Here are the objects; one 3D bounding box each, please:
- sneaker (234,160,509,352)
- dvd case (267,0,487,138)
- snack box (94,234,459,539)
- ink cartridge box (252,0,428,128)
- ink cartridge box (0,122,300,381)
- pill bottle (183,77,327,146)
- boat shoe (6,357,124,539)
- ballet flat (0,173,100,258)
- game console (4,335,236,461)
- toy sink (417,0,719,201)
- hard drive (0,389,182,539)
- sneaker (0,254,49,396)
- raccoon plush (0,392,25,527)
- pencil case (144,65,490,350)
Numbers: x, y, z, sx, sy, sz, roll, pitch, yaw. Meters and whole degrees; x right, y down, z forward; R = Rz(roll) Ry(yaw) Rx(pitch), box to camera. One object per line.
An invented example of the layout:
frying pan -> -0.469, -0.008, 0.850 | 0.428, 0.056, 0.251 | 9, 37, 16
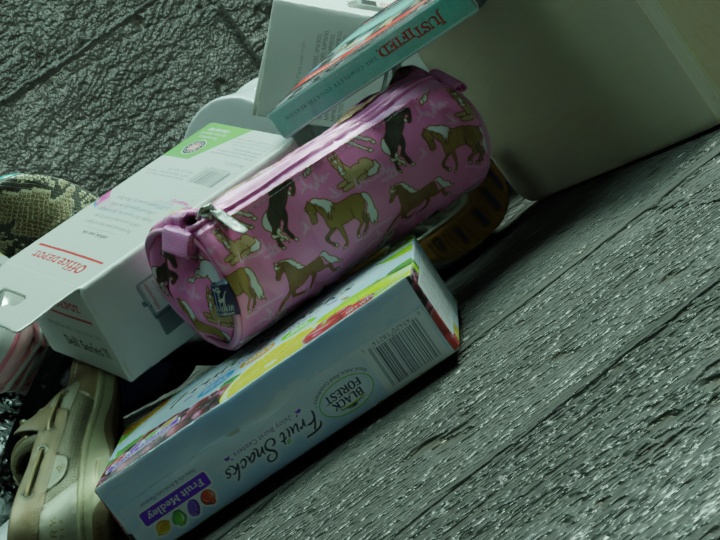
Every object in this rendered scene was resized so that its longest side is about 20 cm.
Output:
sneaker -> 0.000, 0.000, 1.527 | 0.200, 0.075, 0.088 | -28, -2, -15
dvd case -> 0.035, -0.151, 1.470 | 0.146, 0.022, 0.200 | -32, 10, 26
snack box -> -0.041, 0.065, 1.340 | 0.200, 0.053, 0.142 | -34, 6, 6
ink cartridge box -> 0.039, -0.137, 1.671 | 0.200, 0.083, 0.147 | 10, 14, 2
ink cartridge box -> -0.125, -0.002, 1.448 | 0.200, 0.067, 0.117 | -36, 23, -20
pill bottle -> -0.033, -0.092, 1.819 | 0.114, 0.114, 0.200 | -30, -7, 33
boat shoe -> -0.168, 0.100, 1.429 | 0.064, 0.071, 0.200 | -3, 23, -2
ballet flat -> -0.174, -0.005, 1.649 | 0.068, 0.075, 0.200 | -47, -31, 2
game console -> -0.108, 0.062, 1.619 | 0.200, 0.116, 0.176 | -26, -31, -54
toy sink -> 0.149, -0.141, 1.478 | 0.112, 0.130, 0.200 | -40, 8, -31
hard drive -> -0.169, 0.139, 1.536 | 0.132, 0.026, 0.200 | -28, 11, 44
sneaker -> -0.210, 0.051, 1.629 | 0.075, 0.105, 0.200 | -52, 12, 5
raccoon plush -> -0.253, 0.098, 1.668 | 0.097, 0.134, 0.200 | -38, 2, -5
pencil case -> -0.020, -0.037, 1.388 | 0.200, 0.083, 0.087 | -33, -1, -24
